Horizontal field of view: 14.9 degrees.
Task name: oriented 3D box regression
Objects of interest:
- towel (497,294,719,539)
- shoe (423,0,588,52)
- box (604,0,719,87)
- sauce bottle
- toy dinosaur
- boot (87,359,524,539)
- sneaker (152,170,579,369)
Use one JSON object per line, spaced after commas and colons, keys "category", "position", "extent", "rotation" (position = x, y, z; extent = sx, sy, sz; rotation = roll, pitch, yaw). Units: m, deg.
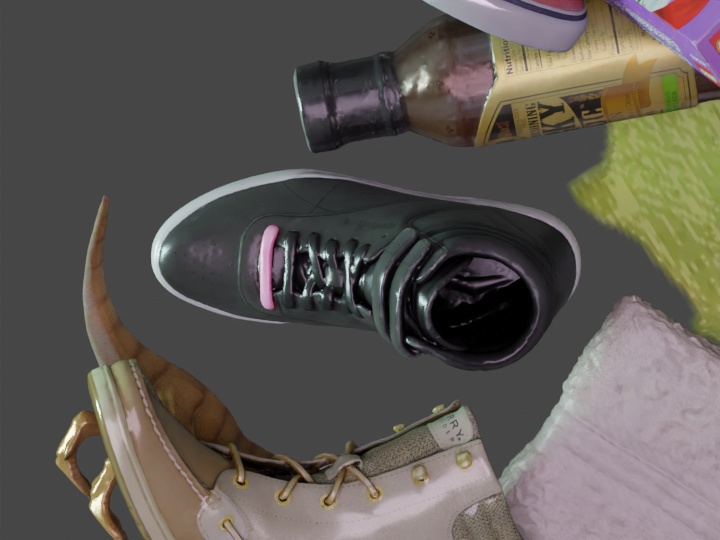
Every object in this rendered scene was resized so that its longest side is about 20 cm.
{"category": "towel", "position": [0.173, 0.114, 1.296], "extent": [0.199, 0.034, 0.133], "rotation": [33, 99, -3]}
{"category": "shoe", "position": [0.026, -0.180, 1.183], "extent": [0.199, 0.071, 0.091], "rotation": [32, 111, 4]}
{"category": "box", "position": [0.185, -0.180, 1.175], "extent": [0.200, 0.137, 0.039], "rotation": [-44, 129, 0]}
{"category": "sauce bottle", "position": [0.070, -0.091, 1.248], "extent": [0.199, 0.065, 0.065], "rotation": [-10, 100, 6]}
{"category": "toy dinosaur", "position": [-0.098, 0.065, 1.291], "extent": [0.106, 0.060, 0.200], "rotation": [-42, 111, -1]}
{"category": "boot", "position": [-0.020, 0.094, 1.238], "extent": [0.154, 0.072, 0.201], "rotation": [-28, 116, 5]}
{"category": "sneaker", "position": [0.000, 0.000, 1.241], "extent": [0.198, 0.099, 0.071], "rotation": [3, 103, 3]}
